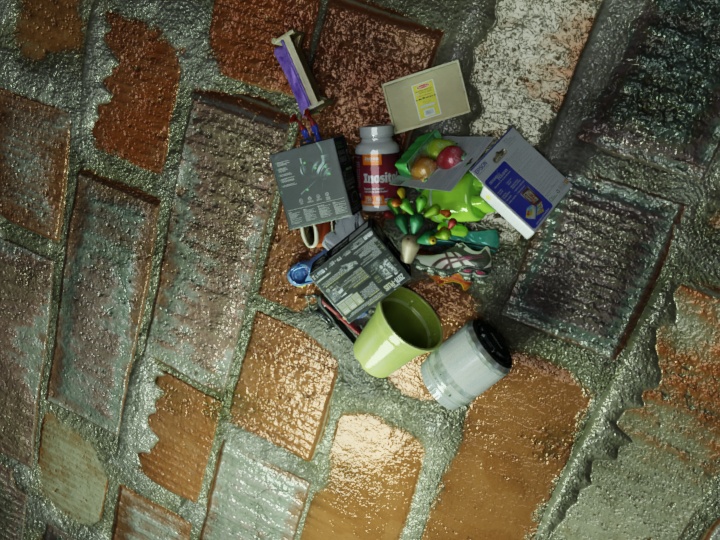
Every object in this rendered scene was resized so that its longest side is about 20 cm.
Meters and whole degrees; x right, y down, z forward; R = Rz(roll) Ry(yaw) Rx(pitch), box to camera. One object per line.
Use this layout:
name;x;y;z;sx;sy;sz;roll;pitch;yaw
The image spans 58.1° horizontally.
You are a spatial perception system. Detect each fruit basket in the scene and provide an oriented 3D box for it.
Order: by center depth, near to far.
fruit basket;0.187;-0.246;1.500;0.198;0.186;0.094;18;149;43

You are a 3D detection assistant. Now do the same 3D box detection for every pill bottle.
pill bottle;0.044;-0.255;1.607;0.111;0.113;0.203;1;105;18

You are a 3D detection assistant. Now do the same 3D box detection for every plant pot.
plant pot;0.082;0.176;1.683;0.200;0.200;0.185;43;124;3

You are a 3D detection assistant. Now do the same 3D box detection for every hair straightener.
hair straightener;-0.084;0.139;1.795;0.199;0.041;0.077;38;112;5

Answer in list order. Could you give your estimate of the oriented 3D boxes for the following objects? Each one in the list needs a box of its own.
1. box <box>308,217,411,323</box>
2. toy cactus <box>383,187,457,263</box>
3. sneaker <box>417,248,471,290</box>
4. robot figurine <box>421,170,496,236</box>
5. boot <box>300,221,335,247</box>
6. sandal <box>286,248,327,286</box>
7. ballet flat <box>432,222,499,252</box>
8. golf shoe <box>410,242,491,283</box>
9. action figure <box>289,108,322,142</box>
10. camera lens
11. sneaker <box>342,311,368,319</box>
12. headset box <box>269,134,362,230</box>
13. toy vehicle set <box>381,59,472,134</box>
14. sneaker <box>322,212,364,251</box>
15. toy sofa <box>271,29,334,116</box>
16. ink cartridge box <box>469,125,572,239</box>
box;0.000;0.000;1.594;0.199;0.086;0.164;-37;105;15
toy cactus;0.126;-0.094;1.519;0.198;0.102;0.167;26;116;26
sneaker;0.190;-0.003;1.647;0.198;0.073;0.078;22;107;12
robot figurine;0.229;-0.174;1.549;0.198;0.115;0.178;0;78;41
boot;-0.117;-0.158;1.690;0.074;0.107;0.203;-1;101;28
sandal;-0.120;-0.005;1.742;0.198;0.087;0.080;-28;84;21
ballet flat;0.249;-0.091;1.617;0.197;0.067;0.072;8;83;16
golf shoe;0.220;-0.025;1.577;0.197;0.077;0.090;8;84;8
action figure;-0.110;-0.292;1.626;0.064;0.100;0.201;-15;132;23
camera lens;0.270;0.235;1.638;0.160;0.160;0.200;47;113;1
sneaker;-0.003;0.036;1.732;0.077;0.075;0.203;6;107;-5
headset box;-0.108;-0.219;1.565;0.172;0.093;0.203;-12;102;19
toy vehicle set;0.160;-0.418;1.570;0.197;0.026;0.126;-12;100;21
sneaker;-0.054;-0.120;1.661;0.114;0.075;0.202;-22;84;-12
toy sofa;-0.155;-0.489;1.626;0.097;0.083;0.202;-21;97;21
ink cartridge box;0.362;-0.202;1.479;0.200;0.198;0.047;43;150;5
